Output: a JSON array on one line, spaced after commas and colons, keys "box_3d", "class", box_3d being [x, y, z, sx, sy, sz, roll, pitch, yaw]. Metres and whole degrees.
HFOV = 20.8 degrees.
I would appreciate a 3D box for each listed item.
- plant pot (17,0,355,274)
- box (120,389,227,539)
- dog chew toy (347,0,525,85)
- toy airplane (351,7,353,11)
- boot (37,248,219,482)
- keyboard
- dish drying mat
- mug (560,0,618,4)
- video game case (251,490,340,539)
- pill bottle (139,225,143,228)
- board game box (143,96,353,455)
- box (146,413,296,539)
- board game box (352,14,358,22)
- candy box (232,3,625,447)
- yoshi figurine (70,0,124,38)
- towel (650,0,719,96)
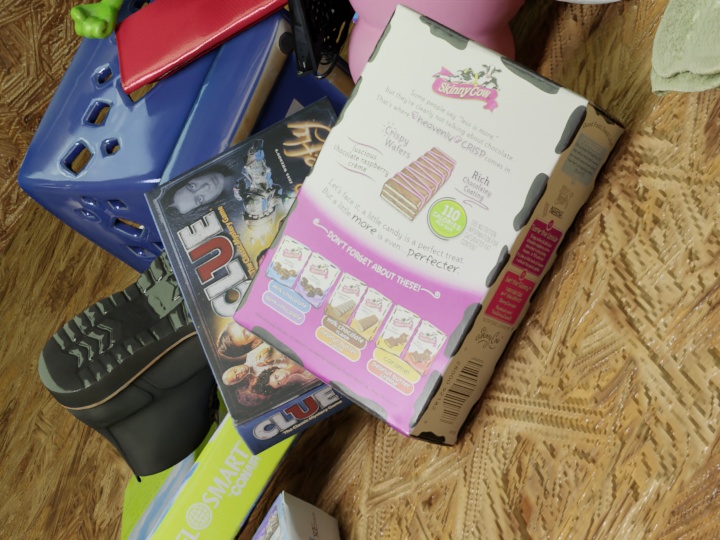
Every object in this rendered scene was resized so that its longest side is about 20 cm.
[{"box_3d": [-0.102, -0.095, 1.470, 0.179, 0.200, 0.201, 10, 69, 43], "class": "plant pot"}, {"box_3d": [-0.133, 0.179, 1.433, 0.122, 0.047, 0.200, -58, 17, 20], "class": "box"}, {"box_3d": [0.046, -0.148, 1.232, 0.125, 0.123, 0.202, -107, 17, -68], "class": "dog chew toy"}, {"box_3d": [0.008, -0.300, 1.574, 0.199, 0.140, 0.201, -45, -22, -50], "class": "toy airplane"}, {"box_3d": [-0.098, 0.050, 1.288, 0.199, 0.139, 0.078, -27, 51, 2], "class": "boot"}, {"box_3d": [-0.015, -0.205, 1.268, 0.201, 0.039, 0.105, -81, -12, -47], "class": "keyboard"}, {"box_3d": [-0.087, -0.195, 1.385, 0.199, 0.018, 0.077, -29, 46, 15], "class": "dish drying mat"}, {"box_3d": [0.131, -0.288, 1.142, 0.133, 0.177, 0.201, -19, 40, 48], "class": "mug"}, {"box_3d": [-0.070, 0.253, 1.117, 0.201, 0.045, 0.181, -59, 16, 14], "class": "video game case"}, {"box_3d": [-0.130, -0.085, 1.731, 0.111, 0.110, 0.201, -22, 43, 67], "class": "pill bottle"}, {"box_3d": [-0.041, -0.001, 1.190, 0.135, 0.035, 0.201, -28, 51, 2], "class": "board game box"}, {"box_3d": [-0.095, 0.153, 1.225, 0.201, 0.047, 0.122, -57, 0, -17], "class": "box"}, {"box_3d": [0.048, -0.262, 1.396, 0.200, 0.044, 0.136, -59, -19, -63], "class": "board game box"}, {"box_3d": [0.036, -0.025, 1.073, 0.136, 0.061, 0.201, 32, 96, 30], "class": "candy box"}, {"box_3d": [-0.200, -0.234, 1.420, 0.199, 0.112, 0.113, 3, 58, 48], "class": "yoshi figurine"}, {"box_3d": [0.208, -0.177, 0.951, 0.201, 0.036, 0.148, -65, 17, -8], "class": "towel"}]
